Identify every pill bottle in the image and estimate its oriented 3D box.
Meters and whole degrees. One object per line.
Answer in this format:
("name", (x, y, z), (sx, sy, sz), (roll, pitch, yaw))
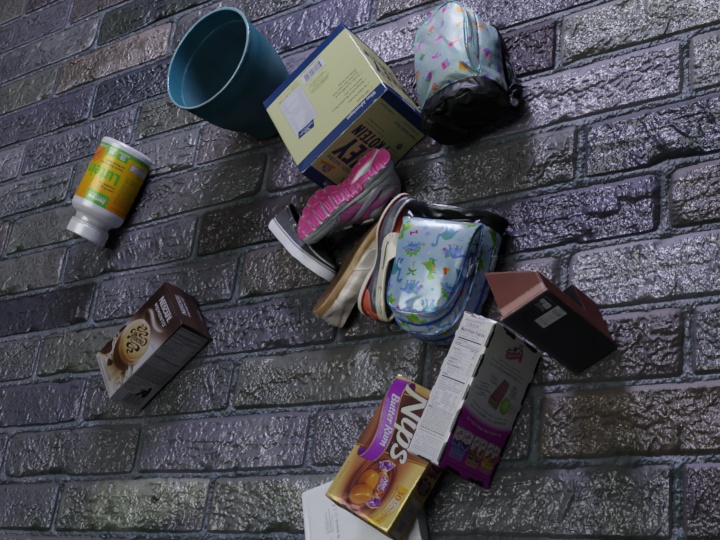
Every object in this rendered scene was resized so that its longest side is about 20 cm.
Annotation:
("pill bottle", (-0.510, -0.155, 2.176), (0.110, 0.111, 0.202), (20, 82, 43))

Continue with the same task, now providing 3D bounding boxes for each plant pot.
("plant pot", (-0.216, -0.342, 1.971), (0.198, 0.187, 0.203), (-18, 58, 33))

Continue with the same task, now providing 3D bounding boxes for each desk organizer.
("desk organizer", (0.245, 0.052, 1.384), (0.071, 0.199, 0.078), (-35, 48, 21))

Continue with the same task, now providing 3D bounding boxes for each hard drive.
("hard drive", (0.003, 0.353, 1.554), (0.198, 0.026, 0.133), (-26, 54, 27))

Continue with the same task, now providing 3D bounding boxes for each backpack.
("backpack", (0.158, -0.317, 1.691), (0.166, 0.126, 0.203), (-22, 53, 34))
("backpack", (0.115, 0.005, 1.569), (0.161, 0.153, 0.203), (10, 89, 25))

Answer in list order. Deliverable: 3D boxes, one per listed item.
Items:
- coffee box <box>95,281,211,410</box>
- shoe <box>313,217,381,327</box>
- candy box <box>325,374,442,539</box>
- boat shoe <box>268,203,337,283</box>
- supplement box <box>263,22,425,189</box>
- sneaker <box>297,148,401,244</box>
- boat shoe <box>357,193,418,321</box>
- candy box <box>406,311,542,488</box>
("coffee box", (-0.372, 0.135, 1.938), (0.200, 0.080, 0.114), (-45, 47, 14))
("shoe", (0.000, 0.000, 1.721), (0.201, 0.053, 0.070), (-55, 8, -6))
("candy box", (0.054, 0.259, 1.502), (0.116, 0.057, 0.201), (24, 74, 34))
("boat shoe", (-0.085, -0.051, 1.807), (0.067, 0.070, 0.200), (-53, 39, 7))
("supplement box", (-0.025, -0.258, 1.807), (0.200, 0.134, 0.201), (-43, 48, 15))
("sneaker", (-0.012, -0.101, 1.742), (0.199, 0.088, 0.082), (-36, 36, 10))
("boat shoe", (0.055, -0.019, 1.662), (0.062, 0.071, 0.203), (13, 83, 56))
("candy box", (0.154, 0.174, 1.442), (0.061, 0.136, 0.202), (18, 80, 42))
